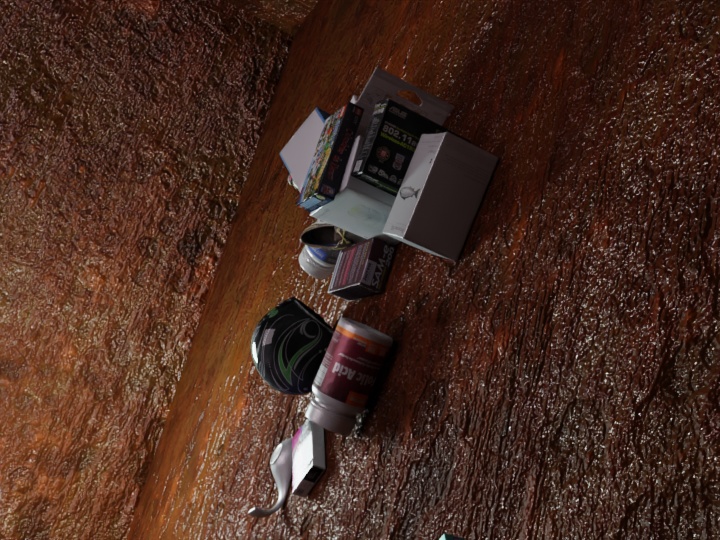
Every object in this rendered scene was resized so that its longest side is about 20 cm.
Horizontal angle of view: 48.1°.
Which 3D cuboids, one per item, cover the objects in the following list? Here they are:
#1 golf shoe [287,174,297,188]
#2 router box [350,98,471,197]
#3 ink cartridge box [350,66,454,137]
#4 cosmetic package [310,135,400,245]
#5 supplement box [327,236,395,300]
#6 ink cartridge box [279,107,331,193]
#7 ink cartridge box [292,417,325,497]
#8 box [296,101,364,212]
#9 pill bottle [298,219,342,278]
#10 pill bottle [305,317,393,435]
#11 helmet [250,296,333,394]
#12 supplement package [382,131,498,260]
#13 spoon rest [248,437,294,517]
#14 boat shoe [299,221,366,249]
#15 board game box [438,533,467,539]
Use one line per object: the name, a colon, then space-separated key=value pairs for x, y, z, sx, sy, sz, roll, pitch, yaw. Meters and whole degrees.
golf shoe: x=-0.167 y=-0.361 z=2.666 sx=0.088 sy=0.077 sz=0.201 roll=17 pitch=87 yaw=51
router box: x=0.098 y=-0.213 z=1.532 sx=0.062 sy=0.199 sz=0.151 roll=1 pitch=70 yaw=67
ink cartridge box: x=0.072 y=-0.326 z=1.731 sx=0.177 sy=0.199 sz=0.045 roll=-58 pitch=23 yaw=24
cosmetic package: x=0.030 y=-0.155 z=1.658 sx=0.199 sy=0.199 sz=0.124 roll=-29 pitch=42 yaw=63
supplement box: x=0.000 y=0.000 z=1.784 sx=0.200 sy=0.061 sz=0.110 roll=-18 pitch=53 yaw=68
ink cartridge box: x=-0.049 y=-0.243 z=1.847 sx=0.146 sy=0.199 sz=0.147 roll=-47 pitch=50 yaw=22
ink cartridge box: x=-0.111 y=0.374 z=1.717 sx=0.095 sy=0.037 sz=0.200 roll=-57 pitch=19 yaw=28
box: x=-0.062 y=-0.225 z=1.618 sx=0.136 sy=0.037 sz=0.201 roll=-17 pitch=53 yaw=67
pill bottle: x=-0.067 y=-0.081 z=1.978 sx=0.200 sy=0.113 sz=0.114 roll=-56 pitch=22 yaw=33
pill bottle: x=-0.025 y=0.202 z=1.543 sx=0.201 sy=0.114 sz=0.114 roll=-68 pitch=19 yaw=1
helmet: x=-0.155 y=0.181 z=1.841 sx=0.191 sy=0.200 sz=0.200 roll=-50 pitch=19 yaw=-1
supplement package: x=0.142 y=-0.134 z=1.454 sx=0.201 sy=0.117 sz=0.117 roll=-68 pitch=20 yaw=0
spoon rest: x=-0.182 y=0.463 z=1.799 sx=0.099 sy=0.060 sz=0.201 roll=-42 pitch=18 yaw=50
boat shoe: x=-0.047 y=-0.081 z=1.861 sx=0.059 sy=0.199 sz=0.072 roll=-32 pitch=-61 yaw=-55
board game box: x=0.101 y=0.461 z=1.011 sx=0.153 sy=0.045 sz=0.200 roll=-59 pitch=20 yaw=24
